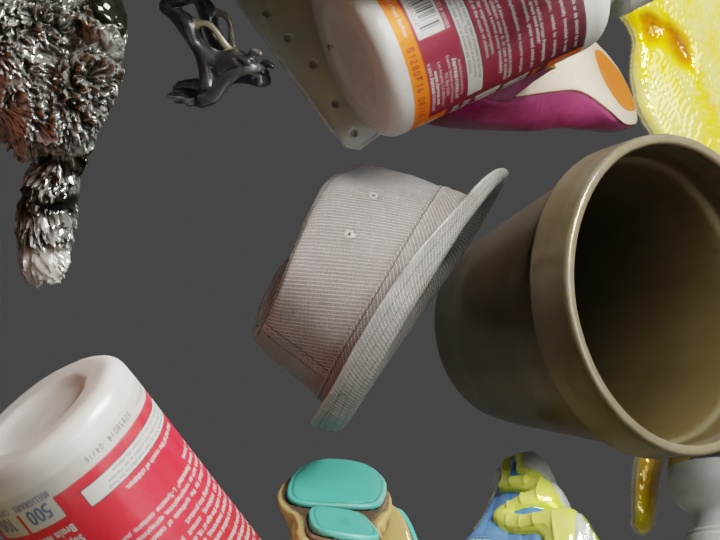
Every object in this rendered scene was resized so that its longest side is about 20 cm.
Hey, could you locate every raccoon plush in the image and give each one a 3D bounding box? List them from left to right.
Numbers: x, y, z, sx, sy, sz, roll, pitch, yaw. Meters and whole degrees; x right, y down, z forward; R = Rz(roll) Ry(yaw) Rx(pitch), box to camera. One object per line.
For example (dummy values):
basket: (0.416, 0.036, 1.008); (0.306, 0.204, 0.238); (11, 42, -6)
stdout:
raccoon plush: (-0.209, -0.100, 1.472); (0.133, 0.097, 0.202); (10, 80, -23)

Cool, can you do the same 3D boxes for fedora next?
fedora: (0.000, 0.000, 1.600); (0.090, 0.177, 0.200); (32, 56, 4)

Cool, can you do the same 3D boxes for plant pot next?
plant pot: (0.145, 0.028, 1.682); (0.199, 0.173, 0.201); (11, 73, -39)

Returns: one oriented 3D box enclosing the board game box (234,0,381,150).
board game box: (0.008, -0.208, 1.643); (0.200, 0.026, 0.200); (-38, 92, -15)

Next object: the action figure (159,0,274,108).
action figure: (-0.106, -0.199, 1.545); (0.119, 0.101, 0.201); (-62, 147, -73)

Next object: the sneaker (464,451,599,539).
sneaker: (0.083, 0.169, 1.627); (0.104, 0.200, 0.076); (-23, 98, -5)

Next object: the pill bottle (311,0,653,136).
pill bottle: (0.080, -0.167, 1.585); (0.199, 0.109, 0.110); (-25, 98, -15)

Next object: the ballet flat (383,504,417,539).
ballet flat: (0.015, 0.243, 1.601); (0.063, 0.069, 0.201); (-8, 85, -26)

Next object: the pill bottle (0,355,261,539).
pill bottle: (-0.121, 0.155, 1.471); (0.200, 0.112, 0.112); (54, 53, -18)

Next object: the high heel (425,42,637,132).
high heel: (0.114, -0.113, 1.782); (0.200, 0.096, 0.068); (5, 59, -61)

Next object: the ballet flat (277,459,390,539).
ballet flat: (-0.018, 0.160, 1.532); (0.068, 0.200, 0.064); (7, 99, 0)

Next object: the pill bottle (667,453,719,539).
pill bottle: (0.268, 0.110, 1.810); (0.112, 0.112, 0.201); (21, 68, -35)
